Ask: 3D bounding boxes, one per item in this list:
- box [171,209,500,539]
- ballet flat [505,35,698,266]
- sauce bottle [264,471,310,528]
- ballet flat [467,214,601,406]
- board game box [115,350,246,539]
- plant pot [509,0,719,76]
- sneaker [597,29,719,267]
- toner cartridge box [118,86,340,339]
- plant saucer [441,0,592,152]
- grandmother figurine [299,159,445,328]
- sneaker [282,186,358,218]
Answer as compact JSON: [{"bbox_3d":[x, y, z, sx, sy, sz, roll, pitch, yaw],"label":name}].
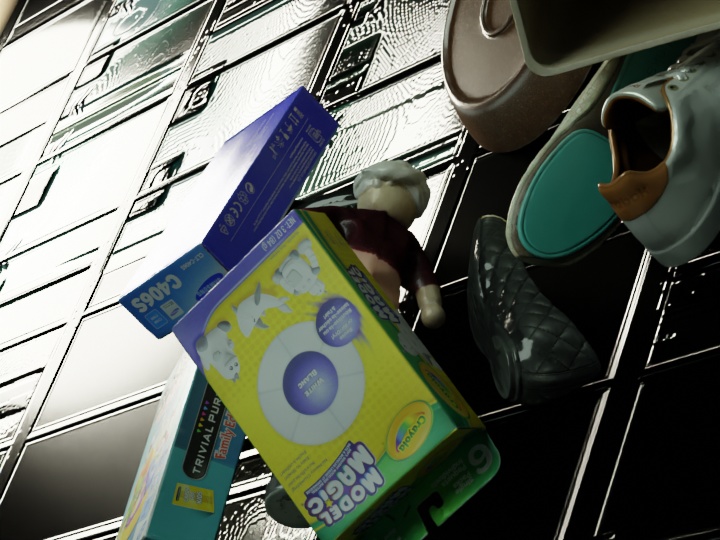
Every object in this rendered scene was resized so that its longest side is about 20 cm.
[{"bbox_3d":[-0.014,0.076,1.498,0.117,0.048,0.200,-44,71,18],"label":"box"},{"bbox_3d":[0.150,-0.076,1.544,0.200,0.067,0.062,-54,5,-18],"label":"ballet flat"},{"bbox_3d":[-0.030,0.079,1.624,0.066,0.066,0.200,-35,29,32],"label":"sauce bottle"},{"bbox_3d":[0.098,0.025,1.514,0.200,0.057,0.067,-106,15,-61],"label":"ballet flat"},{"bbox_3d":[-0.116,0.130,1.653,0.151,0.047,0.200,123,165,-53],"label":"board game box"},{"bbox_3d":[0.172,-0.244,1.511,0.200,0.200,0.177,-15,8,5],"label":"plant pot"},{"bbox_3d":[0.193,-0.103,1.464,0.073,0.085,0.200,-25,33,46],"label":"sneaker"},{"bbox_3d":[-0.090,-0.043,1.753,0.095,0.043,0.200,-34,18,39],"label":"toner cartridge box"},{"bbox_3d":[0.108,-0.180,1.694,0.200,0.034,0.201,-44,37,46],"label":"plant saucer"},{"bbox_3d":[0.000,0.000,1.621,0.061,0.121,0.200,-41,20,44],"label":"grandmother figurine"},{"bbox_3d":[-0.043,-0.027,1.778,0.200,0.070,0.090,-32,33,38],"label":"sneaker"}]
